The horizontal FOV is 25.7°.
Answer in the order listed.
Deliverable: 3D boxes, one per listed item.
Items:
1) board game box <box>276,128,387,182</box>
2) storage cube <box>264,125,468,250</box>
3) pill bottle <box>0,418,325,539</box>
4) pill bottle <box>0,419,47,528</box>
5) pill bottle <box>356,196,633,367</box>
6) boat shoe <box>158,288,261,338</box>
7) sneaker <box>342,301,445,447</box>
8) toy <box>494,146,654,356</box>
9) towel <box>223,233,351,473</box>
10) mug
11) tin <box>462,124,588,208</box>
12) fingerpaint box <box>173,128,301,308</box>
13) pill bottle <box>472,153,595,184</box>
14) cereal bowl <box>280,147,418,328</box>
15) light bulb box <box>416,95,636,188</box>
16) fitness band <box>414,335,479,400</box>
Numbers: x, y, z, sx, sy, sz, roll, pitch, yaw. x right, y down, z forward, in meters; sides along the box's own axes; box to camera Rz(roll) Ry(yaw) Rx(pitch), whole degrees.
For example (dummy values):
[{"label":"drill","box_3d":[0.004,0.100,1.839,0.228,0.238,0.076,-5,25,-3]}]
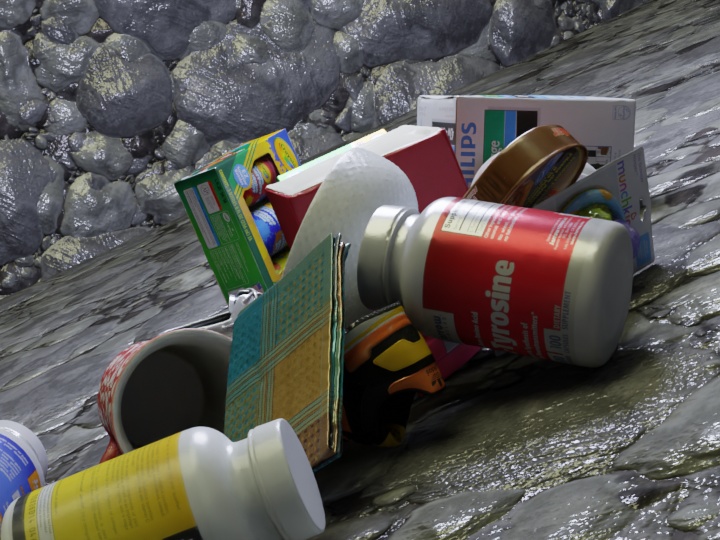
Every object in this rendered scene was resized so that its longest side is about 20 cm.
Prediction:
[{"label":"board game box","box_3d":[0.014,-0.066,1.841,0.152,0.041,0.200,-26,51,-16]},{"label":"storage cube","box_3d":[0.024,-0.030,1.568,0.170,0.181,0.200,-24,9,-8]},{"label":"pill bottle","box_3d":[-0.130,0.172,1.054,0.199,0.113,0.112,-22,10,6]},{"label":"pill bottle","box_3d":[-0.339,0.201,1.366,0.111,0.113,0.200,-20,10,12]},{"label":"pill bottle","box_3d":[0.103,0.004,1.225,0.198,0.113,0.112,9,24,23]},{"label":"boat shoe","box_3d":[-0.131,0.058,1.764,0.199,0.069,0.072,-22,10,6]},{"label":"sneaker","box_3d":[-0.010,0.113,1.235,0.070,0.090,0.200,-22,-20,-48]},{"label":"toy","box_3d":[0.191,-0.012,1.347,0.199,0.116,0.047,-27,32,-27]},{"label":"towel","box_3d":[-0.058,0.085,1.201,0.146,0.022,0.201,-39,37,38]},{"label":"mug","box_3d":[-0.184,0.125,1.374,0.176,0.134,0.200,-25,6,-16]},{"label":"tin","box_3d":[0.115,-0.041,1.340,0.112,0.042,0.200,0,-47,-55]},{"label":"fingerpaint box","box_3d":[-0.117,-0.050,1.915,0.073,0.201,0.167,-17,11,33]},{"label":"pill bottle","box_3d":[0.178,-0.058,1.527,0.111,0.113,0.200,-23,11,-5]},{"label":"cereal bowl","box_3d":[0.000,0.000,1.360,0.083,0.202,0.200,21,23,11]},{"label":"light bulb box","box_3d":[0.175,-0.129,1.728,0.198,0.126,0.198,0,6,-11]},{"label":"fitness band","box_3d":[0.025,0.085,1.394,0.143,0.038,0.200,-16,11,45]}]
